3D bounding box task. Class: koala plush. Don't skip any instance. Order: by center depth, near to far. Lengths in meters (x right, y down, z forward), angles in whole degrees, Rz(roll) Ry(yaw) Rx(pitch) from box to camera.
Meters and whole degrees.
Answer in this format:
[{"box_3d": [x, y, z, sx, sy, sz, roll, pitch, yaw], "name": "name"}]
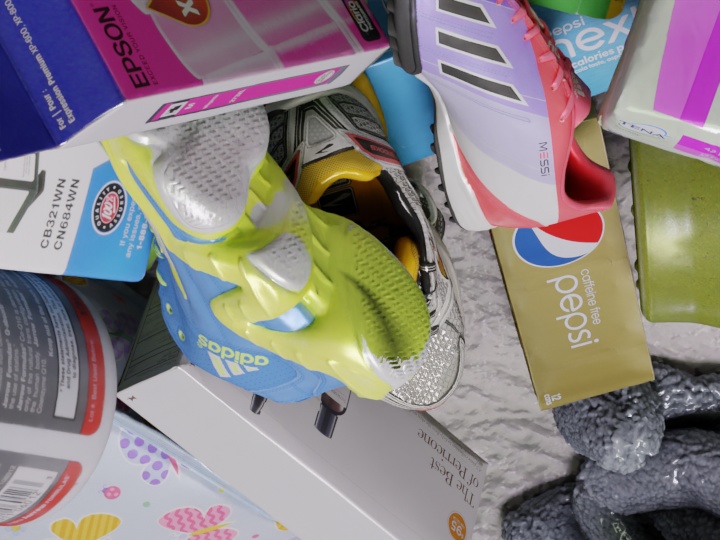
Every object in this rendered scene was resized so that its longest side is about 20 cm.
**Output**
[{"box_3d": [0.197, 0.172, 1.306, 0.184, 0.200, 0.177, 1, 134, -15], "name": "koala plush"}]

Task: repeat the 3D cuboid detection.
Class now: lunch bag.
[{"box_3d": [-0.136, 0.110, 1.210, 0.170, 0.127, 0.200, -39, 123, 23], "name": "lunch bag"}]

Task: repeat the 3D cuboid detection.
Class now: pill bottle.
[{"box_3d": [-0.210, 0.043, 1.003, 0.116, 0.116, 0.200, -41, 146, 26], "name": "pill bottle"}]

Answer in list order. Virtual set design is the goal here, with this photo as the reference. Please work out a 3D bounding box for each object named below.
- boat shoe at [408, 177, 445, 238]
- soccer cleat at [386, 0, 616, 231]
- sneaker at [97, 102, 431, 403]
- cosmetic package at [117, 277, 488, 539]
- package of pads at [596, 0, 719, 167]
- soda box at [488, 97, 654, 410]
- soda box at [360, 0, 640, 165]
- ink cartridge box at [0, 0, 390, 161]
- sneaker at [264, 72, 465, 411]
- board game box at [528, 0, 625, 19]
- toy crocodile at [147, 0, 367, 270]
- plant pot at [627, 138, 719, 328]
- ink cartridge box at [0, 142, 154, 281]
[{"box_3d": [0.005, -0.026, 1.158, 0.068, 0.072, 0.200, -23, 138, -8], "name": "boat shoe"}, {"box_3d": [0.059, -0.089, 0.998, 0.073, 0.068, 0.200, 0, 143, 16], "name": "soccer cleat"}, {"box_3d": [-0.067, -0.013, 0.975, 0.200, 0.076, 0.105, 48, 135, -13], "name": "sneaker"}, {"box_3d": [-0.023, 0.078, 1.159, 0.051, 0.083, 0.200, -22, 128, 40], "name": "cosmetic package"}, {"box_3d": [0.205, -0.128, 0.985, 0.154, 0.068, 0.200, 19, 89, -1], "name": "package of pads"}, {"box_3d": [0.096, -0.021, 1.178, 0.064, 0.068, 0.200, -16, 137, 3], "name": "soda box"}, {"box_3d": [0.093, -0.122, 1.076, 0.200, 0.064, 0.068, -20, 136, 7], "name": "soda box"}, {"box_3d": [-0.082, -0.104, 0.914, 0.200, 0.095, 0.037, -18, 164, -45], "name": "ink cartridge box"}, {"box_3d": [0.000, 0.000, 1.065, 0.078, 0.082, 0.200, -24, 134, 3], "name": "sneaker"}, {"box_3d": [0.023, -0.168, 0.992, 0.200, 0.030, 0.096, 16, 134, 3], "name": "board game box"}, {"box_3d": [-0.063, -0.075, 1.084, 0.062, 0.068, 0.200, 13, 131, -26], "name": "toy crocodile"}, {"box_3d": [0.222, -0.047, 1.112, 0.193, 0.200, 0.200, -3, 137, 6], "name": "plant pot"}, {"box_3d": [-0.169, -0.079, 0.954, 0.200, 0.084, 0.146, 6, 101, -49], "name": "ink cartridge box"}]
